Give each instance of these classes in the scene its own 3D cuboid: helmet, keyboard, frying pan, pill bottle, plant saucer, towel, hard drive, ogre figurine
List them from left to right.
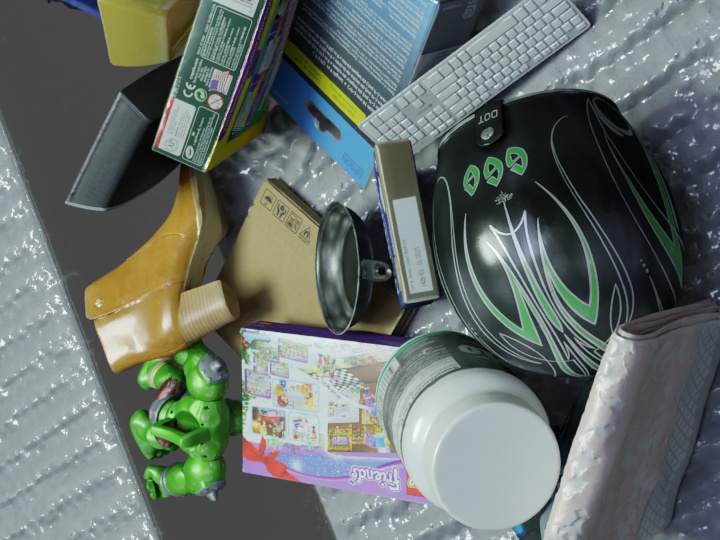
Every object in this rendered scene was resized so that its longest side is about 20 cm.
[{"bbox_3d":[-0.191,-0.129,1.293,0.042,0.200,0.135,33,115,3],"label":"hard drive"},{"bbox_3d":[-0.170,0.141,1.356,0.120,0.098,0.201,21,96,46],"label":"ogre figurine"},{"bbox_3d":[-0.144,-0.268,1.219,0.048,0.200,0.200,36,80,-2],"label":"plant saucer"},{"bbox_3d":[-0.003,-0.016,1.178,0.190,0.031,0.116,132,133,-61],"label":"frying pan"},{"bbox_3d":[0.081,0.121,1.075,0.200,0.112,0.114,-129,45,-76],"label":"pill bottle"},{"bbox_3d":[0.090,-0.158,1.135,0.200,0.056,0.011,-35,42,22],"label":"keyboard"},{"bbox_3d":[0.147,-0.018,1.041,0.200,0.200,0.192,-28,67,36],"label":"helmet"},{"bbox_3d":[0.199,0.124,1.008,0.032,0.191,0.201,24,109,31],"label":"towel"}]

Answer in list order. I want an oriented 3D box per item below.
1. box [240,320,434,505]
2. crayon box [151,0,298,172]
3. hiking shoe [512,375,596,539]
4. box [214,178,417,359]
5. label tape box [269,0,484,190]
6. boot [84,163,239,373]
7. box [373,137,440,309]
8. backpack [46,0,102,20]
[{"bbox_3d":[-0.012,0.123,1.238,0.199,0.039,0.138,6,102,26],"label":"box"},{"bbox_3d":[-0.101,-0.203,1.222,0.058,0.173,0.201,23,110,3],"label":"crayon box"},{"bbox_3d":[0.153,0.154,1.097,0.087,0.074,0.201,41,134,35],"label":"hiking shoe"},{"bbox_3d":[-0.054,0.037,1.301,0.200,0.021,0.164,41,117,27],"label":"box"},{"bbox_3d":[0.010,-0.193,1.199,0.144,0.063,0.200,47,137,25],"label":"label tape box"},{"bbox_3d":[-0.197,-0.012,1.329,0.143,0.071,0.202,-20,61,13],"label":"boot"},{"bbox_3d":[0.036,-0.031,1.130,0.032,0.200,0.122,-11,86,2],"label":"box"},{"bbox_3d":[-0.278,-0.339,1.346,0.200,0.168,0.163,33,94,27],"label":"backpack"}]
